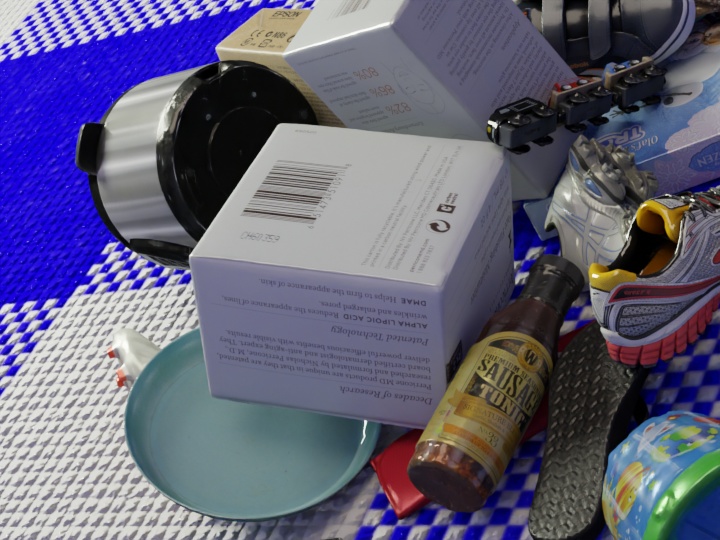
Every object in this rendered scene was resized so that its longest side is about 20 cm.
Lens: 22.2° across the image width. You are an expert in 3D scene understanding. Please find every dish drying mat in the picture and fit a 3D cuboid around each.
[{"bbox_3d":[0.100,0.105,1.336,0.199,0.018,0.077,-32,32,-1],"label":"dish drying mat"}]

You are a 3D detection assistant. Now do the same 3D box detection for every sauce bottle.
[{"bbox_3d":[0.101,0.074,1.299,0.066,0.066,0.201,0,50,41],"label":"sauce bottle"}]

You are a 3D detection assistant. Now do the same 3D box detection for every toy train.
[{"bbox_3d":[0.171,-0.132,1.446,0.199,0.034,0.046,-22,35,-39],"label":"toy train"}]

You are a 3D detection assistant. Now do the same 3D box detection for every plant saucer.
[{"bbox_3d":[-0.081,0.116,1.405,0.197,0.028,0.202,-1,46,1],"label":"plant saucer"}]

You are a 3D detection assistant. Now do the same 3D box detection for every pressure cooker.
[{"bbox_3d":[-0.145,-0.092,1.646,0.178,0.177,0.199,-42,22,-29],"label":"pressure cooker"}]

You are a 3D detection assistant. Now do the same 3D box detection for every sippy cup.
[{"bbox_3d":[0.207,0.148,1.085,0.176,0.141,0.130,4,13,-16],"label":"sippy cup"}]

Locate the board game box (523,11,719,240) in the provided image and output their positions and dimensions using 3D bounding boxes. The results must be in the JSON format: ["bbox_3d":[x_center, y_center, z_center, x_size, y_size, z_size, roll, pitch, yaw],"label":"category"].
[{"bbox_3d":[0.233,-0.128,1.529,0.198,0.044,0.200,-20,33,19],"label":"board game box"}]

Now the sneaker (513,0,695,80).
[{"bbox_3d":[0.179,-0.199,1.543,0.198,0.079,0.079,-14,68,36],"label":"sneaker"}]

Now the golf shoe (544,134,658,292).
[{"bbox_3d":[0.198,-0.008,1.384,0.098,0.078,0.201,-59,32,29],"label":"golf shoe"}]

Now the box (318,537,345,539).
[{"bbox_3d":[-0.109,0.276,1.247,0.198,0.048,0.194,-12,34,31],"label":"box"}]

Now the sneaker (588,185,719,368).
[{"bbox_3d":[0.234,-0.024,1.244,0.200,0.083,0.078,-42,28,-21],"label":"sneaker"}]

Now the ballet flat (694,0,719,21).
[{"bbox_3d":[0.294,-0.247,1.544,0.198,0.066,0.071,-11,32,32],"label":"ballet flat"}]

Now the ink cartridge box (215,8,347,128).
[{"bbox_3d":[-0.019,-0.148,1.661,0.199,0.166,0.075,12,47,48],"label":"ink cartridge box"}]

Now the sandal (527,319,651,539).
[{"bbox_3d":[0.162,0.111,1.256,0.075,0.045,0.201,-10,46,38],"label":"sandal"}]

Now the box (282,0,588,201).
[{"bbox_3d":[0.065,-0.155,1.491,0.152,0.200,0.107,-6,45,52],"label":"box"}]

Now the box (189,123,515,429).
[{"bbox_3d":[0.000,0.000,1.392,0.198,0.132,0.200,7,36,17],"label":"box"}]

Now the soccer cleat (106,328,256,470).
[{"bbox_3d":[-0.138,0.111,1.475,0.077,0.070,0.200,-27,47,-16],"label":"soccer cleat"}]
